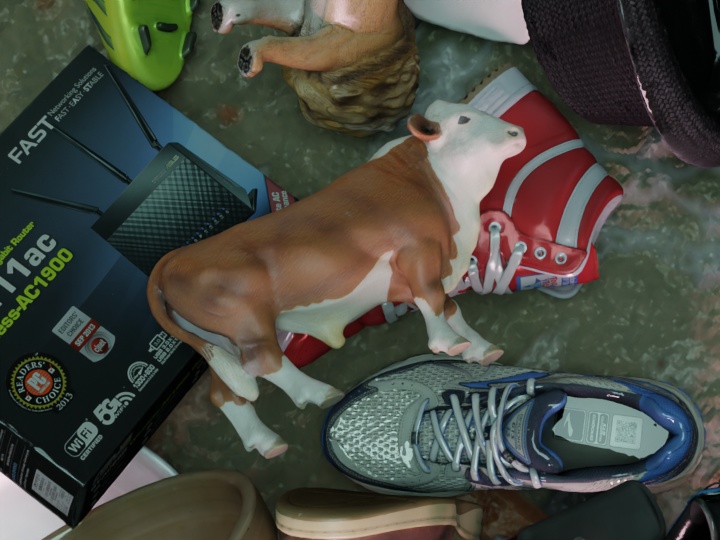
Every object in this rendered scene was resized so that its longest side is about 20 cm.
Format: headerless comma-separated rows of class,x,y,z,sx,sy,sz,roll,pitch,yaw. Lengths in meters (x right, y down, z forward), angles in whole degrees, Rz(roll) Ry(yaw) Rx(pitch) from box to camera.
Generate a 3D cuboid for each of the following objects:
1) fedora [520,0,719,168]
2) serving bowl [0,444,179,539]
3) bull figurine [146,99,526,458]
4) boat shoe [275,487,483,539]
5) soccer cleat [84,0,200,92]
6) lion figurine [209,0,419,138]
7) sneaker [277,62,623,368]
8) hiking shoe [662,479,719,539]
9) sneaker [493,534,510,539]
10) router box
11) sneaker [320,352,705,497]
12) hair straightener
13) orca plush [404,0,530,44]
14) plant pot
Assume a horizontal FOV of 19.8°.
fedora,0.136,-0.147,1.040,0.091,0.200,0.203,-9,84,34
serving bowl,-0.159,0.175,1.065,0.198,0.066,0.202,0,86,4
bull figurine,0.000,0.000,0.991,0.199,0.065,0.122,-24,70,-5
boat shoe,0.012,0.143,0.988,0.071,0.200,0.073,2,83,17
soccer cleat,-0.145,-0.188,1.103,0.083,0.065,0.202,-18,89,32
lion figurine,-0.003,-0.155,1.026,0.073,0.122,0.201,51,132,42
sneaker,0.047,0.001,1.061,0.112,0.071,0.200,44,88,9
hiking shoe,0.199,0.120,0.956,0.086,0.075,0.200,27,113,-36
sneaker,0.123,0.222,1.039,0.200,0.071,0.080,43,93,9
router box,-0.140,0.004,1.037,0.149,0.062,0.200,35,61,6
sneaker,0.077,0.078,1.046,0.198,0.085,0.078,-3,85,5
hair straightener,0.072,0.133,0.957,0.199,0.077,0.041,-10,71,-39
orca plush,0.015,-0.189,1.095,0.198,0.071,0.106,18,132,11
plant pot,-0.113,0.185,0.943,0.200,0.201,0.093,-29,105,2
